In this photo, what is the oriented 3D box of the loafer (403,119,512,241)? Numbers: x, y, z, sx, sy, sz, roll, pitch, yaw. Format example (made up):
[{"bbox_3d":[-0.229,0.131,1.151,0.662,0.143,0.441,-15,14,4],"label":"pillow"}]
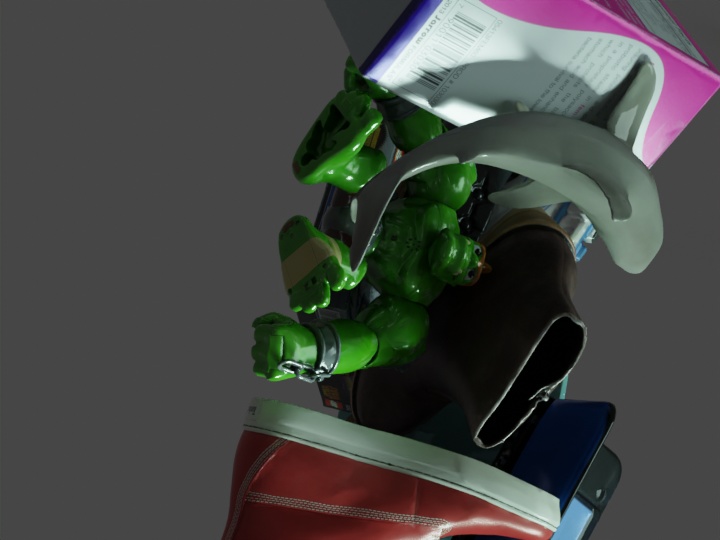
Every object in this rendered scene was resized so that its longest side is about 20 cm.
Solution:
[{"bbox_3d":[0.077,-0.087,1.277,0.201,0.068,0.070,-62,-162,-21],"label":"loafer"}]

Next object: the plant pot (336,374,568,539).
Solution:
[{"bbox_3d":[0.064,0.138,1.442,0.201,0.160,0.202,10,90,-82],"label":"plant pot"}]

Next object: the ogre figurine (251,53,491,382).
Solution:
[{"bbox_3d":[0.011,-0.025,1.125,0.120,0.098,0.201,23,62,-44],"label":"ogre figurine"}]

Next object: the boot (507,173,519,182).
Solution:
[{"bbox_3d":[0.111,-0.141,1.413,0.200,0.076,0.169,19,-83,56],"label":"boot"}]

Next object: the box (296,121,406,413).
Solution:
[{"bbox_3d":[0.000,0.000,1.287,0.200,0.040,0.138,80,26,-65],"label":"box"}]

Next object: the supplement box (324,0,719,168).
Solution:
[{"bbox_3d":[0.091,-0.133,1.079,0.101,0.199,0.104,-50,-144,22],"label":"supplement box"}]

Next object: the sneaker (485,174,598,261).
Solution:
[{"bbox_3d":[0.098,-0.007,1.302,0.200,0.086,0.075,-57,163,-13],"label":"sneaker"}]

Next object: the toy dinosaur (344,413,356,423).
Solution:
[{"bbox_3d":[-0.035,0.142,1.266,0.201,0.058,0.101,-62,177,-24],"label":"toy dinosaur"}]

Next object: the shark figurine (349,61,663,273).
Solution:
[{"bbox_3d":[0.099,-0.046,1.030,0.129,0.213,0.090,-67,-147,30],"label":"shark figurine"}]

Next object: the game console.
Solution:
[{"bbox_3d":[0.121,0.192,1.256,0.171,0.118,0.201,40,77,-42],"label":"game console"}]

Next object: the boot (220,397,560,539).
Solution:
[{"bbox_3d":[0.012,0.169,1.132,0.072,0.199,0.145,155,-50,-79],"label":"boot"}]

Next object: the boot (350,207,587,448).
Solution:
[{"bbox_3d":[0.059,0.059,1.160,0.200,0.072,0.167,-52,-163,21],"label":"boot"}]
